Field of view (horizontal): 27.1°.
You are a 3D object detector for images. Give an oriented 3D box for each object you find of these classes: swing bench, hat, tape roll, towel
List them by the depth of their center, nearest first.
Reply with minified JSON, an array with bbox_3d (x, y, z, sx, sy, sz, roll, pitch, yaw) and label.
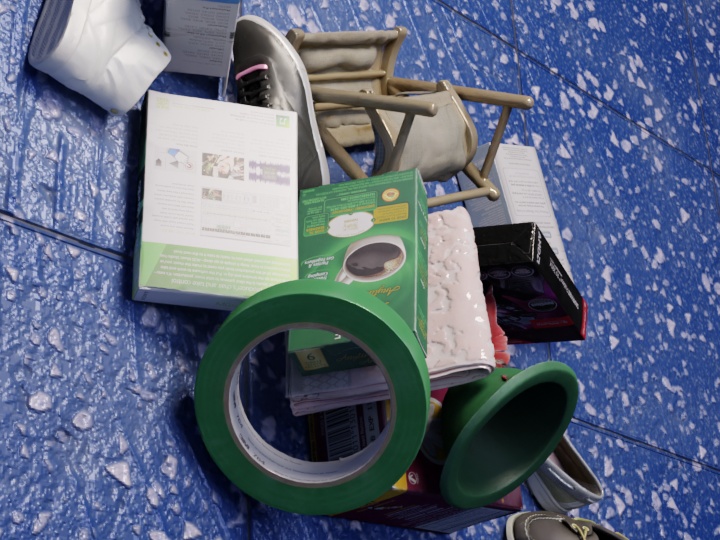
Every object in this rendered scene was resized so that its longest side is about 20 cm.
[{"bbox_3d":[-0.040,0.108,1.278,0.201,0.200,0.048,60,13,-10],"label":"tape roll"},{"bbox_3d":[0.021,0.033,1.384,0.032,0.191,0.200,70,11,-47],"label":"towel"},{"bbox_3d":[0.091,0.107,1.400,0.176,0.166,0.200,41,9,32],"label":"hat"},{"bbox_3d":[0.035,-0.159,1.548,0.200,0.130,0.199,33,27,29],"label":"swing bench"}]

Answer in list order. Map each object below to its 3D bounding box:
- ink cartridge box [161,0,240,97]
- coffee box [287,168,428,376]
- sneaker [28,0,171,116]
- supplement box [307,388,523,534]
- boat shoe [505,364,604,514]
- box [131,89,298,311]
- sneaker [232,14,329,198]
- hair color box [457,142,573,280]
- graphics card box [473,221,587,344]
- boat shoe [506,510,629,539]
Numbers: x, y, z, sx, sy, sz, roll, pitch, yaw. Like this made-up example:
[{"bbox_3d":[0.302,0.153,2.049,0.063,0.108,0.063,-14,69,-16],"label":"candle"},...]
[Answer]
[{"bbox_3d":[-0.148,-0.262,1.394,0.067,0.200,0.116,4,62,-9],"label":"ink cartridge box"},{"bbox_3d":[0.000,0.000,1.368,0.044,0.123,0.200,66,18,-47],"label":"coffee box"},{"bbox_3d":[-0.220,-0.235,1.349,0.116,0.074,0.200,36,56,-37],"label":"sneaker"},{"bbox_3d":[0.053,0.173,1.440,0.200,0.103,0.131,17,58,-46],"label":"supplement box"},{"bbox_3d":[0.195,0.178,1.642,0.202,0.065,0.074,60,37,-10],"label":"boat shoe"},{"bbox_3d":[-0.129,-0.060,1.342,0.144,0.036,0.200,7,62,-16],"label":"box"},{"bbox_3d":[-0.097,-0.153,1.449,0.099,0.071,0.200,-20,91,-58],"label":"sneaker"},{"bbox_3d":[0.183,-0.045,1.747,0.099,0.061,0.200,-1,72,-51],"label":"hair color box"},{"bbox_3d":[0.155,0.019,1.578,0.200,0.125,0.051,51,41,-54],"label":"graphics card box"},{"bbox_3d":[0.238,0.302,1.635,0.201,0.061,0.072,26,53,-41],"label":"boat shoe"}]
